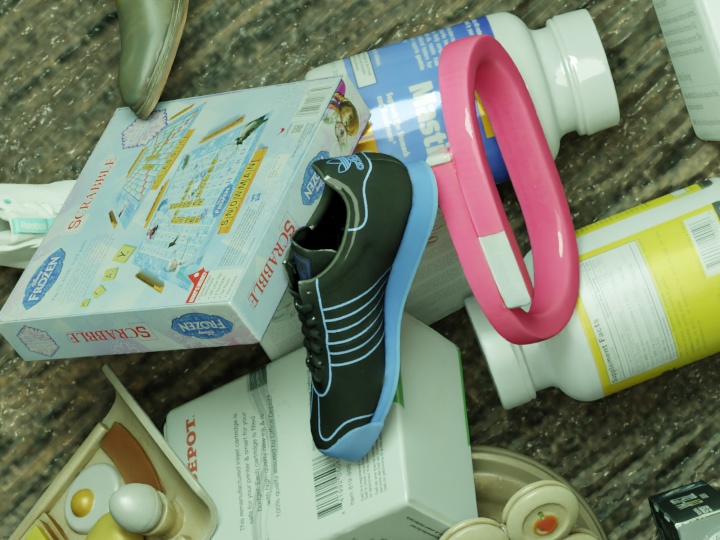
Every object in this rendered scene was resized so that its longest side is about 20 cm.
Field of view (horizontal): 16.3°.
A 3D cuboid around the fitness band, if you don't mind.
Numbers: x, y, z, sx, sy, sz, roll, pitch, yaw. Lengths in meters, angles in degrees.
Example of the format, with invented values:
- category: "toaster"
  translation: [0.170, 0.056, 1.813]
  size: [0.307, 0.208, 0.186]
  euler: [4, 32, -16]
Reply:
- category: "fitness band"
  translation: [0.090, -0.050, 1.591]
  size: [0.037, 0.144, 0.201]
  euler: [-13, 109, 22]

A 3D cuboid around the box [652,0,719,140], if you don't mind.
- category: "box"
  translation: [0.307, -0.178, 1.657]
  size: [0.197, 0.200, 0.132]
  euler: [-19, 93, 1]

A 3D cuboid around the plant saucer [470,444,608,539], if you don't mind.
- category: "plant saucer"
  translation: [0.075, 0.218, 1.677]
  size: [0.198, 0.029, 0.202]
  euler: [0, 92, -2]

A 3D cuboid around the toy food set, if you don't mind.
- category: "toy food set"
  translation: [-0.193, 0.181, 1.669]
  size: [0.200, 0.060, 0.144]
  euler: [-51, 48, 8]

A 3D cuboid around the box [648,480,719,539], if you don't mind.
- category: "box"
  translation: [0.249, 0.249, 1.684]
  size: [0.043, 0.160, 0.202]
  euler: [-17, 90, 0]

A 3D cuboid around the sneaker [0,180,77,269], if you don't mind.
- category: "sneaker"
  translation: [-0.216, -0.029, 1.714]
  size: [0.198, 0.088, 0.076]
  euler: [0, 90, -5]

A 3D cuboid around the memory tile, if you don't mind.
- category: "memory tile"
  translation: [0.069, 0.224, 1.611]
  size: [0.199, 0.017, 0.154]
  euler: [-29, 129, 0]

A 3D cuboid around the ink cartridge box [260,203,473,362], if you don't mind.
- category: "ink cartridge box"
  translation: [0.000, 0.000, 1.661]
  size: [0.162, 0.200, 0.057]
  euler: [-28, 63, 1]

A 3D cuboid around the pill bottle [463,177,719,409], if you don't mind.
- category: "pill bottle"
  translation: [0.176, 0.021, 1.704]
  size: [0.199, 0.112, 0.113]
  euler: [-21, 91, 1]

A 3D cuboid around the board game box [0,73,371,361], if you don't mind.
- category: "board game box"
  translation: [-0.113, -0.033, 1.616]
  size: [0.041, 0.198, 0.201]
  euler: [55, 46, -34]

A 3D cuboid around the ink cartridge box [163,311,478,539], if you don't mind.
- category: "ink cartridge box"
  translation: [-0.029, 0.133, 1.653]
  size: [0.199, 0.083, 0.148]
  euler: [-25, 54, 30]

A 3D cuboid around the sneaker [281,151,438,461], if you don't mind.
- category: "sneaker"
  translation: [-0.014, 0.022, 1.538]
  size: [0.077, 0.070, 0.202]
  euler: [4, 109, -25]

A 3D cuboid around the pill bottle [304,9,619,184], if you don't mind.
- category: "pill bottle"
  translation: [0.070, -0.110, 1.702]
  size: [0.198, 0.112, 0.113]
  euler: [-17, 91, 1]

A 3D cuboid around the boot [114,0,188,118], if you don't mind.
- category: "boot"
  translation: [-0.168, -0.205, 1.694]
  size: [0.096, 0.075, 0.202]
  euler: [13, 69, -23]
